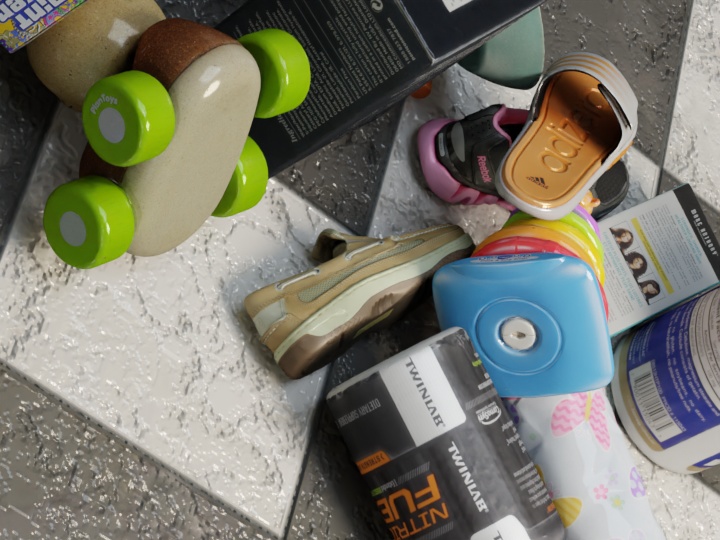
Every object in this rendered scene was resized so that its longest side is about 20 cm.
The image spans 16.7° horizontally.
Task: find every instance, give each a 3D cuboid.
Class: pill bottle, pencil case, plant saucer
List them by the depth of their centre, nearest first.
[{"bbox_3d":[0.066,0.147,1.610,0.106,0.106,0.201,-24,85,-46],"label":"pill bottle"},{"bbox_3d":[0.160,0.153,1.709,0.090,0.083,0.201,-14,78,-39],"label":"pencil case"},{"bbox_3d":[0.069,-0.216,1.743,0.036,0.200,0.201,-23,84,-13],"label":"plant saucer"},{"bbox_3d":[0.291,0.063,1.792,0.119,0.200,0.120,21,56,-34],"label":"pill bottle"}]

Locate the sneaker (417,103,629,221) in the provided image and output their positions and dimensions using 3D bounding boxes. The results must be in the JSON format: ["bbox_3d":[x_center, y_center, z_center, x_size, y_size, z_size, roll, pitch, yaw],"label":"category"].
[{"bbox_3d":[0.139,-0.083,1.808,0.199,0.095,0.079,7,62,-41],"label":"sneaker"}]

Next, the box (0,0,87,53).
[{"bbox_3d":[-0.214,-0.279,1.485,0.193,0.122,0.201,46,31,-25],"label":"box"}]

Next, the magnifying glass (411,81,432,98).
[{"bbox_3d":[0.053,-0.215,1.854,0.079,0.022,0.201,30,49,-28],"label":"magnifying glass"}]

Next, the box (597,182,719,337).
[{"bbox_3d":[0.195,0.002,1.846,0.200,0.049,0.083,-22,84,-46],"label":"box"}]

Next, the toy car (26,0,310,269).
[{"bbox_3d":[-0.165,-0.121,1.554,0.200,0.158,0.164,40,35,21],"label":"toy car"}]

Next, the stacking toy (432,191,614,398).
[{"bbox_3d":[0.131,-0.009,1.703,0.200,0.115,0.110,-62,143,-54],"label":"stacking toy"}]

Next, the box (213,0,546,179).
[{"bbox_3d":[0.002,-0.163,1.647,0.148,0.200,0.107,-33,91,-47],"label":"box"}]

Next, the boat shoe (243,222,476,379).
[{"bbox_3d":[0.000,0.000,1.661,0.076,0.072,0.200,49,41,12],"label":"boat shoe"}]

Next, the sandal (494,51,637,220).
[{"bbox_3d":[0.155,-0.105,1.710,0.079,0.059,0.207,29,37,3],"label":"sandal"}]
